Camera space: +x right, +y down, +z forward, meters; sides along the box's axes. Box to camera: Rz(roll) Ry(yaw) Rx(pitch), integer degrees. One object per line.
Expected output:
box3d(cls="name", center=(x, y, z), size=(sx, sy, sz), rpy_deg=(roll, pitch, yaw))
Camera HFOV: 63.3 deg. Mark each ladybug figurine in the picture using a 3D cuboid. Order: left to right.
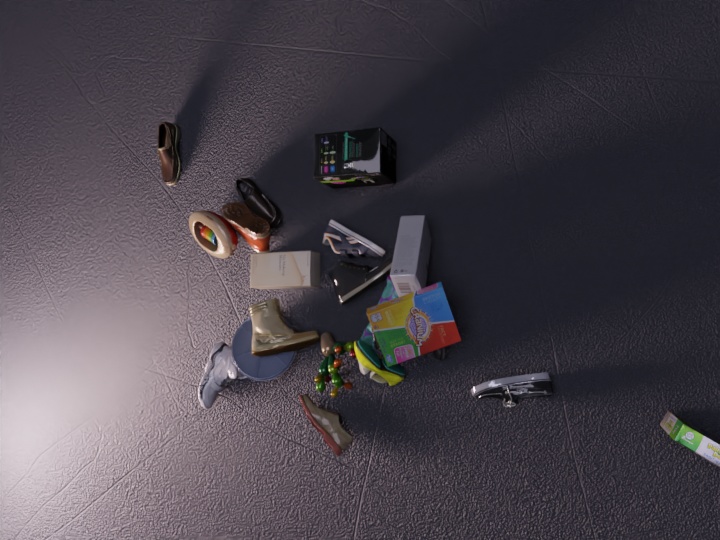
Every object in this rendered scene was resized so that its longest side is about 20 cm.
box3d(cls="ladybug figurine", center=(-0.442, -0.115, 1.783), size=(0.199, 0.072, 0.137), rpy_deg=(33, 132, 25))

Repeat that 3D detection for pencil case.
box3d(cls="pencil case", center=(0.069, 0.121, 1.572), size=(0.092, 0.084, 0.203), rpy_deg=(29, 95, 50))

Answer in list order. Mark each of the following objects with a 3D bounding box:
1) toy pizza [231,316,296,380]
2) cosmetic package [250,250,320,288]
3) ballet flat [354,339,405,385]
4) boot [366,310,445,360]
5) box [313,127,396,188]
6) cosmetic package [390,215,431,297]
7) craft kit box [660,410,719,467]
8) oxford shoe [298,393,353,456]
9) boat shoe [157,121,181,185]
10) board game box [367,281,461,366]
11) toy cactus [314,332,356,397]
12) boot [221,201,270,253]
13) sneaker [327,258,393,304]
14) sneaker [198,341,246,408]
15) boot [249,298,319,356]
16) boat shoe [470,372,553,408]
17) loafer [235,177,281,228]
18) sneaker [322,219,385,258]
box3d(cls="toy pizza", center=(-0.279, 0.223, 1.707), size=(0.196, 0.032, 0.204), rpy_deg=(-2, 69, 5))
box3d(cls="cosmetic package", center=(-0.218, 0.000, 1.701), size=(0.197, 0.073, 0.106), rpy_deg=(-4, 83, 22))
box3d(cls="ballet flat", center=(0.038, 0.251, 1.526), size=(0.067, 0.199, 0.067), rpy_deg=(-42, 37, 17))
box3d(cls="boot", center=(0.117, 0.168, 1.514), size=(0.172, 0.069, 0.203), rpy_deg=(-23, 100, -1))
box3d(cls="box", center=(-0.015, -0.306, 1.610), size=(0.197, 0.148, 0.127), rpy_deg=(-2, 85, 21))
box3d(cls="cosmetic package", center=(0.134, -0.036, 1.508), size=(0.073, 0.102, 0.202), rpy_deg=(-1, 53, 20))
box3d(cls="craft kit box", center=(0.747, 0.378, 1.228), size=(0.195, 0.200, 0.049), rpy_deg=(28, 94, 20))
box3d(cls="oxford shoe", center=(-0.097, 0.416, 1.630), size=(0.074, 0.071, 0.200), rpy_deg=(-36, 70, -14))
box3d(cls="boat shoe", center=(-0.632, -0.381, 1.893), size=(0.073, 0.075, 0.206), rpy_deg=(-7, 82, 20))
box3d(cls="board game box", center=(0.133, 0.134, 1.450), size=(0.197, 0.040, 0.155), rpy_deg=(-21, 107, 7))
box3d(cls="toy cactus", center=(-0.069, 0.242, 1.608), size=(0.202, 0.101, 0.166), rpy_deg=(-64, 33, 37))
box3d(cls="boot", center=(-0.343, -0.126, 1.751), size=(0.075, 0.108, 0.199), rpy_deg=(-38, 58, -26))
box3d(cls="sneaker", center=(0.000, 0.000, 1.615), size=(0.198, 0.075, 0.107), rpy_deg=(-33, 77, 16))
box3d(cls="sneaker", center=(-0.407, 0.324, 1.740), size=(0.113, 0.075, 0.203), rpy_deg=(15, 87, 24))
box3d(cls="boot", center=(-0.221, 0.153, 1.674), size=(0.196, 0.073, 0.158), rpy_deg=(-12, 67, 5))
box3d(cls="boat shoe", center=(0.375, 0.304, 1.445), size=(0.196, 0.074, 0.069), rpy_deg=(-11, 66, 10))
box3d(cls="loafer", center=(-0.318, -0.204, 1.758), size=(0.200, 0.071, 0.073), rpy_deg=(45, 101, 19))
box3d(cls="sneaker", center=(-0.021, -0.067, 1.630), size=(0.198, 0.078, 0.080), rpy_deg=(29, 91, 32))
